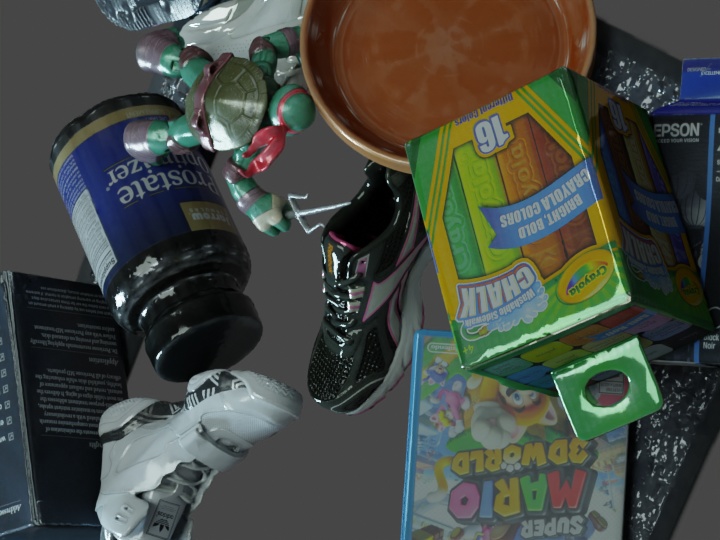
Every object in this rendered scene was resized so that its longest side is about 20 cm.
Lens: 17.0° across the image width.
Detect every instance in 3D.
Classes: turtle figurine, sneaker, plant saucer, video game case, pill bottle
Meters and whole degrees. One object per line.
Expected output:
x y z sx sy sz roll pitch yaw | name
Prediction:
-0.078 -0.112 1.669 0.199 0.101 0.150 12 76 41 | turtle figurine
-0.120 0.144 1.741 0.199 0.075 0.115 -17 57 42 | sneaker
0.059 -0.153 1.616 0.199 0.032 0.201 -3 65 6 | plant saucer
0.099 0.143 1.546 0.142 0.018 0.201 4 85 -4 | video game case
0.000 0.000 1.666 0.080 0.086 0.201 28 103 41 | sneaker
-0.148 -0.023 1.779 0.112 0.112 0.201 -42 59 28 | pill bottle
-0.044 -0.170 1.747 0.200 0.078 0.100 -32 72 41 | sneaker
-0.142 -0.229 1.844 0.200 0.082 0.070 11 127 57 | sneaker

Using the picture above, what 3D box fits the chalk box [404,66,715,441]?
0.127 0.000 1.475 0.124 0.124 0.201 -25 67 26 | chalk box

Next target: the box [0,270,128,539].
-0.286 0.126 1.868 0.199 0.124 0.198 -20 70 36 | box

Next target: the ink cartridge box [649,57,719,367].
0.226 -0.039 1.512 0.099 0.039 0.201 0 83 41 | ink cartridge box
